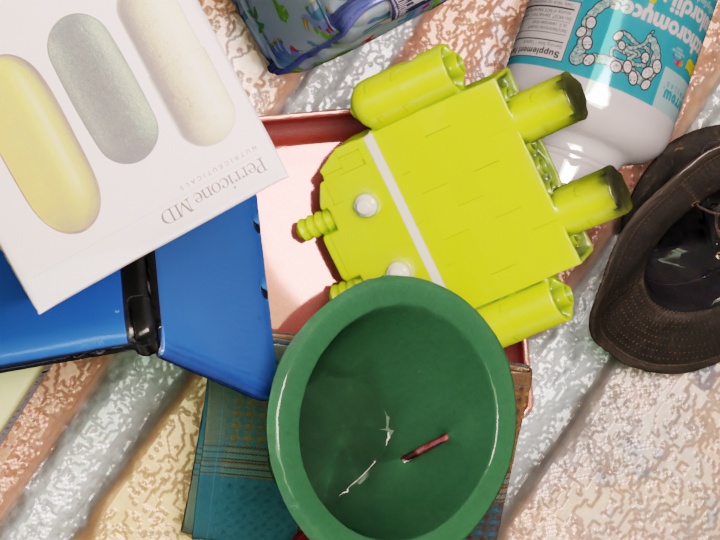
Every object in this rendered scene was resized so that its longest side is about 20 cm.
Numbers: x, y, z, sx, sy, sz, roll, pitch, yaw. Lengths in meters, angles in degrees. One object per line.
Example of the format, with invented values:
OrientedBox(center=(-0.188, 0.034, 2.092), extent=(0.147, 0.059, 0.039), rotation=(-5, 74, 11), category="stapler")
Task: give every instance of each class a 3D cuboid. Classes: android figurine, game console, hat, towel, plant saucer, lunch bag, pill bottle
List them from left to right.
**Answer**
OrientedBox(center=(-0.148, -0.019, 1.628), extent=(0.169, 0.119, 0.201), rotation=(-10, 60, 4), category="game console")
OrientedBox(center=(-0.027, 0.104, 1.687), extent=(0.166, 0.176, 0.200), rotation=(49, 65, -17), category="hat")
OrientedBox(center=(-0.004, 0.110, 1.712), extent=(0.198, 0.022, 0.148), rotation=(7, 114, -10), category="towel")
OrientedBox(center=(0.000, 0.000, 1.737), extent=(0.198, 0.037, 0.202), rotation=(-5, 91, -4), category="plant saucer")
OrientedBox(center=(0.018, -0.189, 1.652), extent=(0.160, 0.200, 0.083), rotation=(-30, 92, -21), category="lunch bag")
OrientedBox(center=(0.056, -0.040, 1.666), extent=(0.199, 0.041, 0.183), rotation=(-21, 99, 23), category="android figurine")
OrientedBox(center=(0.152, -0.141, 1.705), extent=(0.110, 0.111, 0.201), rotation=(19, 85, -3), category="pill bottle")
OrientedBox(center=(0.212, -0.034, 1.719), extent=(0.200, 0.201, 0.081), rotation=(-29, 52, -4), category="hat")

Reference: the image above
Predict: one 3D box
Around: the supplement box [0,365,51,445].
OrientedBox(center=(-0.296, 0.046, 1.668), extent=(0.199, 0.134, 0.200), rotation=(34, 88, -3), category="supplement box")

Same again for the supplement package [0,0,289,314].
OrientedBox(center=(-0.154, -0.104, 1.472), extent=(0.151, 0.151, 0.201), rotation=(-29, 96, -5), category="supplement package")
